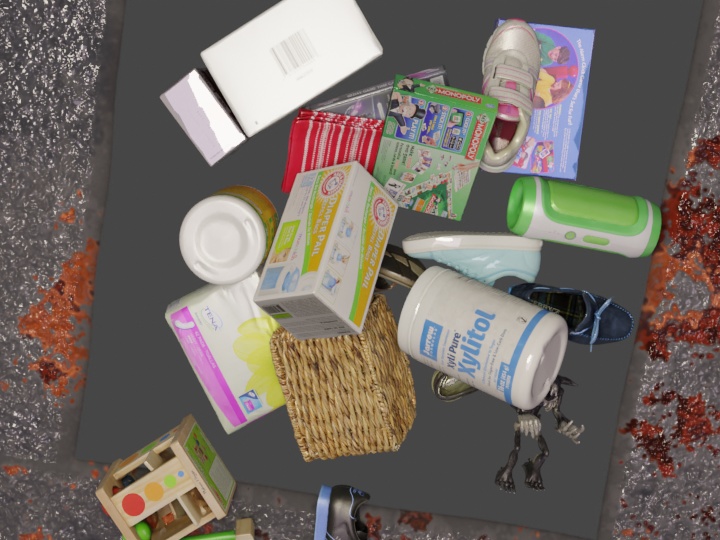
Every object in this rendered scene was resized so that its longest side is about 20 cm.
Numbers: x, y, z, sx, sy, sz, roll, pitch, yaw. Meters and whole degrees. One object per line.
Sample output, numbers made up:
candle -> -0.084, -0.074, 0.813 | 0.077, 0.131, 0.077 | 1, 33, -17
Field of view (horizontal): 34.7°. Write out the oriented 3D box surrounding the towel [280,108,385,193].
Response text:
towel -> -0.004, -0.145, 1.546 | 0.196, 0.023, 0.146 | 6, 137, -10

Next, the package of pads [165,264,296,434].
package of pads -> -0.163, 0.105, 1.618 | 0.153, 0.068, 0.202 | -27, 99, 5

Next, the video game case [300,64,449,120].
video game case -> 0.031, -0.189, 1.550 | 0.196, 0.019, 0.144 | -16, 137, 3

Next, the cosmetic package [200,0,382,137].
cosmetic package -> -0.082, -0.278, 1.483 | 0.197, 0.200, 0.124 | -31, 96, 5

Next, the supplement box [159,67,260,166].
supplement box -> -0.190, -0.203, 1.496 | 0.061, 0.200, 0.109 | -36, 99, 6

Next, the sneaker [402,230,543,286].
sneaker -> 0.155, -0.011, 1.594 | 0.196, 0.074, 0.084 | 2, 95, 0

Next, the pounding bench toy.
pounding bench toy -> -0.259, 0.342, 1.632 | 0.155, 0.124, 0.202 | -32, 99, 6

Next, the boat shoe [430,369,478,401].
boat shoe -> 0.185, 0.120, 1.620 | 0.200, 0.066, 0.072 | -37, 95, 6

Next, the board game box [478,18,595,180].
board game box -> 0.238, -0.232, 1.569 | 0.132, 0.045, 0.204 | 6, 100, -1

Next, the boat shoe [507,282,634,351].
boat shoe -> 0.295, 0.066, 1.588 | 0.196, 0.068, 0.086 | 7, 84, -20

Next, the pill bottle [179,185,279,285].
pill bottle -> -0.165, -0.053, 1.520 | 0.109, 0.200, 0.113 | 1, 100, 4

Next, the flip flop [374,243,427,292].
flip flop -> 0.000, 0.000, 1.599 | 0.196, 0.081, 0.059 | 9, 118, 5

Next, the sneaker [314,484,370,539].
sneaker -> -0.029, 0.412, 1.672 | 0.076, 0.070, 0.204 | 5, 99, 6

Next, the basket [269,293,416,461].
basket -> -0.020, 0.141, 1.593 | 0.147, 0.143, 0.203 | -10, 109, 22

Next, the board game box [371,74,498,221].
board game box -> 0.089, -0.153, 1.485 | 0.132, 0.029, 0.202 | 13, 139, -2

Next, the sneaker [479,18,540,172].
sneaker -> 0.195, -0.225, 1.502 | 0.080, 0.088, 0.204 | 6, 100, 0

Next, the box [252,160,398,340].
box -> -0.042, -0.026, 1.489 | 0.111, 0.203, 0.101 | -8, 143, 39

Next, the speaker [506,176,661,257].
speaker -> 0.303, -0.072, 1.568 | 0.196, 0.088, 0.090 | 10, 100, -10

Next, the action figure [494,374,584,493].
action figure -> 0.253, 0.212, 1.617 | 0.117, 0.102, 0.204 | 8, 102, -23

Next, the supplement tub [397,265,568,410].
supplement tub -> 0.162, 0.088, 1.528 | 0.198, 0.131, 0.134 | 22, 101, 26
